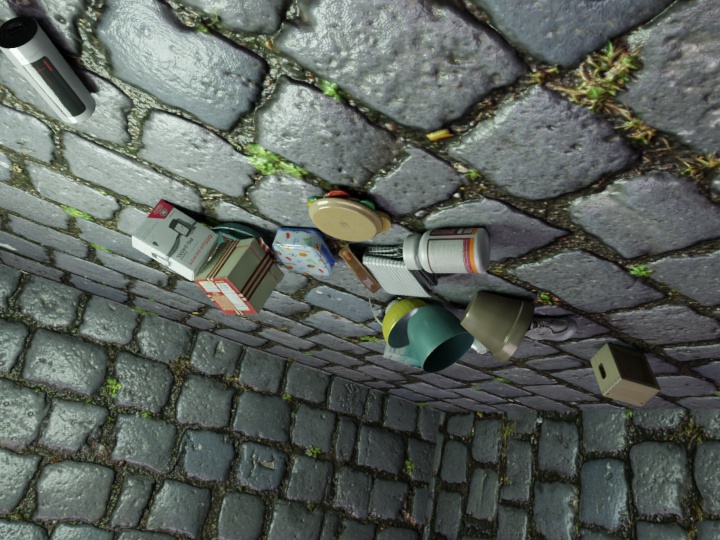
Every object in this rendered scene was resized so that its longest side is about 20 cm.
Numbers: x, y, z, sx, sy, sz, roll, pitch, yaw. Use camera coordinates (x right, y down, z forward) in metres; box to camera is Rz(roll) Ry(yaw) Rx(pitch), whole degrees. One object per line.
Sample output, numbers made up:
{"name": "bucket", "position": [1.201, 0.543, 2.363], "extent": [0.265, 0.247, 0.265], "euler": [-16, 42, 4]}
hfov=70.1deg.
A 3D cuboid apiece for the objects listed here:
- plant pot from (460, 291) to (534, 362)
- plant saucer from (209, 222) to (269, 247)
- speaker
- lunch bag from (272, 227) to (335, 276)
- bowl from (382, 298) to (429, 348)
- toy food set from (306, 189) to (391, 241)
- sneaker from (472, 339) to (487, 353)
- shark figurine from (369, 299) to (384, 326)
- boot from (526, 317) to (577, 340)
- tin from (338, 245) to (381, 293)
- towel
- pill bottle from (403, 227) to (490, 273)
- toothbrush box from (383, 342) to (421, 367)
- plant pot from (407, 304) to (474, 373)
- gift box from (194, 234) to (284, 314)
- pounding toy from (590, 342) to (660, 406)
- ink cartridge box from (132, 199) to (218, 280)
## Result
{"name": "plant pot", "position": [0.411, 0.153, 1.581], "extent": [0.172, 0.201, 0.200], "euler": [28, 159, 8]}
{"name": "plant saucer", "position": [-0.369, -0.097, 1.584], "extent": [0.198, 0.036, 0.200], "euler": [12, 157, 5]}
{"name": "speaker", "position": [-0.601, -0.381, 0.990], "extent": [0.080, 0.082, 0.200], "euler": [10, 157, 7]}
{"name": "lunch bag", "position": [-0.161, -0.052, 1.527], "extent": [0.159, 0.076, 0.200], "euler": [3, 155, 18]}
{"name": "bowl", "position": [0.148, 0.164, 1.788], "extent": [0.108, 0.200, 0.200], "euler": [49, -178, 37]}
{"name": "toy food set", "position": [-0.035, -0.136, 1.294], "extent": [0.199, 0.049, 0.198], "euler": [-5, 151, 38]}
{"name": "sneaker", "position": [0.478, 0.278, 1.942], "extent": [0.198, 0.081, 0.070], "euler": [-1, 152, 27]}
{"name": "shark figurine", "position": [0.111, 0.176, 1.916], "extent": [0.213, 0.090, 0.129], "euler": [13, 125, -21]}
{"name": "boot", "position": [0.595, 0.187, 1.667], "extent": [0.095, 0.074, 0.200], "euler": [15, 159, -24]}
{"name": "tin", "position": [0.000, 0.000, 1.521], "extent": [0.112, 0.042, 0.200], "euler": [47, 179, 37]}
{"name": "towel", "position": [0.115, -0.003, 1.478], "extent": [0.164, 0.086, 0.200], "euler": [5, 153, 37]}
{"name": "pill bottle", "position": [0.215, -0.048, 1.282], "extent": [0.198, 0.111, 0.110], "euler": [0, 154, 29]}
{"name": "toothbrush box", "position": [0.203, 0.291, 2.035], "extent": [0.198, 0.148, 0.085], "euler": [15, 157, -2]}
{"name": "plant pot", "position": [0.247, 0.211, 1.692], "extent": [0.199, 0.161, 0.202], "euler": [-22, 144, -17]}
{"name": "gift box", "position": [-0.357, 0.002, 1.533], "extent": [0.183, 0.187, 0.201], "euler": [0, 135, 33]}
{"name": "pounding toy", "position": [0.908, 0.359, 1.783], "extent": [0.182, 0.201, 0.143], "euler": [17, 129, -9]}
{"name": "ink cartridge box", "position": [-0.537, -0.087, 1.503], "extent": [0.199, 0.146, 0.083], "euler": [31, 152, -8]}
